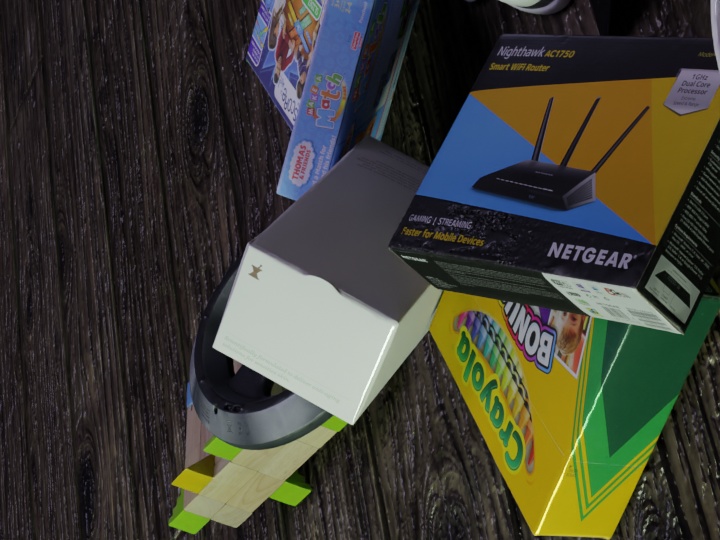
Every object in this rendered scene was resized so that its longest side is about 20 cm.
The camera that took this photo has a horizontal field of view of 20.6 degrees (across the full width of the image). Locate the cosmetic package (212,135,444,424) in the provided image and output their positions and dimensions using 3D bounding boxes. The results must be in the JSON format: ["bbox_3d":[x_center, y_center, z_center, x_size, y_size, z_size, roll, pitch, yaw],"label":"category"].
[{"bbox_3d":[0.000,0.000,1.261,0.200,0.107,0.085,-45,-18,-57],"label":"cosmetic package"}]

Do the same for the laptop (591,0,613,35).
[{"bbox_3d":[0.183,-0.268,1.164,0.199,0.116,0.189,-26,55,28],"label":"laptop"}]

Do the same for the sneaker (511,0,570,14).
[{"bbox_3d":[0.052,-0.230,1.285,0.200,0.099,0.071,49,126,32],"label":"sneaker"}]

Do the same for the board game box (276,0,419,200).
[{"bbox_3d":[-0.002,-0.142,1.390,0.200,0.036,0.153,-54,-19,-71],"label":"board game box"}]

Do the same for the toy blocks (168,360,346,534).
[{"bbox_3d":[-0.081,0.103,1.567,0.200,0.099,0.138,-45,34,38],"label":"toy blocks"}]

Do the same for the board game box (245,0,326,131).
[{"bbox_3d":[-0.038,-0.191,1.606,0.200,0.034,0.136,-121,44,-55],"label":"board game box"}]

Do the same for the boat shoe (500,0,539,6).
[{"bbox_3d":[0.054,-0.228,1.112,0.071,0.069,0.201,-49,44,35],"label":"boat shoe"}]

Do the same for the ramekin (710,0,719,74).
[{"bbox_3d":[0.248,-0.134,0.861,0.202,0.093,0.205,-18,70,60],"label":"ramekin"}]

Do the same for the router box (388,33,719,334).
[{"bbox_3d":[0.122,-0.053,1.069,0.199,0.051,0.150,9,67,52],"label":"router box"}]

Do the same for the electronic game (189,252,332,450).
[{"bbox_3d":[-0.051,0.041,1.480,0.199,0.042,0.202,-25,47,29],"label":"electronic game"}]

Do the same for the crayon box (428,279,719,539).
[{"bbox_3d":[0.119,0.026,1.162,0.201,0.058,0.174,-116,40,-51],"label":"crayon box"}]
